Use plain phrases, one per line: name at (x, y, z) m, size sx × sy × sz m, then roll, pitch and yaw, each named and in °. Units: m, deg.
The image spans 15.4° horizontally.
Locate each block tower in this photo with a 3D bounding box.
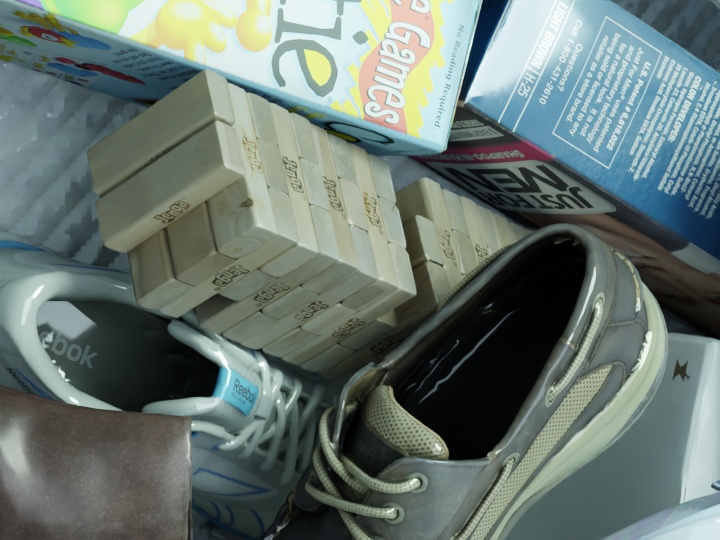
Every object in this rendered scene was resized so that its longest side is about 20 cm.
block tower at (0.000, 0.000, 0.871) m, size 0.200 × 0.058 × 0.054 m, roll 22°, pitch 46°, yaw -47°

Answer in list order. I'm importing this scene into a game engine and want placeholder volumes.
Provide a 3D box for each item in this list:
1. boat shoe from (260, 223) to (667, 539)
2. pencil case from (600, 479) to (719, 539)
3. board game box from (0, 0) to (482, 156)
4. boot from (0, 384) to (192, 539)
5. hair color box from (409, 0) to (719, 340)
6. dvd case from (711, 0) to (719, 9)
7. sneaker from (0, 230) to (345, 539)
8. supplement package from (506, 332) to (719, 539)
boat shoe at (0.011, 0.061, 0.817) m, size 0.200 × 0.074 × 0.073 m, roll -50°, pitch 144°, yaw -14°
pencil case at (0.125, 0.163, 0.800) m, size 0.090 × 0.083 × 0.201 m, roll -12°, pitch 81°, yaw -41°
board game box at (-0.068, -0.113, 0.851) m, size 0.199 × 0.105 × 0.104 m, roll 18°, pitch 83°, yaw -26°
boot at (-0.133, 0.042, 0.811) m, size 0.165 × 0.072 × 0.201 m, roll -1°, pitch 106°, yaw 1°
hair color box at (0.101, -0.035, 0.940) m, size 0.199 × 0.100 × 0.061 m, roll 29°, pitch 79°, yaw -24°
dvd case at (0.182, -0.083, 0.965) m, size 0.025 × 0.151 × 0.200 m, roll -40°, pitch 114°, yaw 22°
sneaker at (-0.047, 0.047, 0.877) m, size 0.199 × 0.087 × 0.075 m, roll 21°, pitch 80°, yaw -27°
supplement package at (0.164, 0.097, 0.963) m, size 0.199 × 0.120 × 0.122 m, roll 14°, pitch 87°, yaw -26°
